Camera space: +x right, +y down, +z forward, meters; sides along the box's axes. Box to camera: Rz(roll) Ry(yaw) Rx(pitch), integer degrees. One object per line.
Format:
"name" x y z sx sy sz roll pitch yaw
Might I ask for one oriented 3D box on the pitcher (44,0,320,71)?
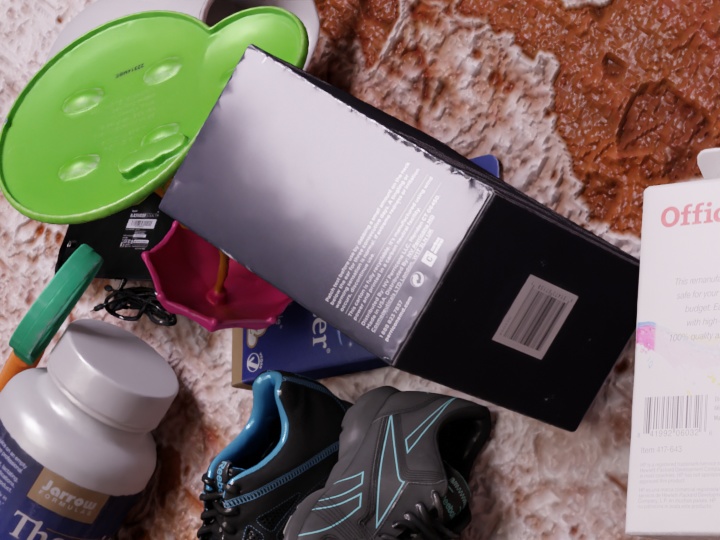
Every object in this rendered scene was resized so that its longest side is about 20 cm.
"pitcher" -0.101 -0.141 1.629 0.200 0.121 0.172 -16 27 50

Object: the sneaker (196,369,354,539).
"sneaker" -0.073 0.152 1.512 0.073 0.082 0.200 13 71 46

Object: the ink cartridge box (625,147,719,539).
"ink cartridge box" 0.221 0.037 1.258 0.128 0.125 0.200 -4 77 43

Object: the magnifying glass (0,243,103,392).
"magnifying glass" -0.211 0.044 1.686 0.080 0.022 0.200 -54 2 -32

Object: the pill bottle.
"pill bottle" -0.200 0.134 1.653 0.200 0.111 0.111 -57 48 19

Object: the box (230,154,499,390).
"box" 0.000 0.000 1.548 0.200 0.032 0.121 -12 72 41

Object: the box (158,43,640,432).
"box" 0.030 -0.014 1.379 0.182 0.200 0.104 34 96 35

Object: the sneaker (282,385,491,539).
"sneaker" 0.013 0.138 1.430 0.079 0.075 0.200 -3 44 28

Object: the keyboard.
"keyboard" -0.133 -0.011 1.676 0.200 0.040 0.104 3 70 56

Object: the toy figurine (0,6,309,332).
"toy figurine" -0.079 -0.045 1.496 0.200 0.184 0.150 -20 46 18
